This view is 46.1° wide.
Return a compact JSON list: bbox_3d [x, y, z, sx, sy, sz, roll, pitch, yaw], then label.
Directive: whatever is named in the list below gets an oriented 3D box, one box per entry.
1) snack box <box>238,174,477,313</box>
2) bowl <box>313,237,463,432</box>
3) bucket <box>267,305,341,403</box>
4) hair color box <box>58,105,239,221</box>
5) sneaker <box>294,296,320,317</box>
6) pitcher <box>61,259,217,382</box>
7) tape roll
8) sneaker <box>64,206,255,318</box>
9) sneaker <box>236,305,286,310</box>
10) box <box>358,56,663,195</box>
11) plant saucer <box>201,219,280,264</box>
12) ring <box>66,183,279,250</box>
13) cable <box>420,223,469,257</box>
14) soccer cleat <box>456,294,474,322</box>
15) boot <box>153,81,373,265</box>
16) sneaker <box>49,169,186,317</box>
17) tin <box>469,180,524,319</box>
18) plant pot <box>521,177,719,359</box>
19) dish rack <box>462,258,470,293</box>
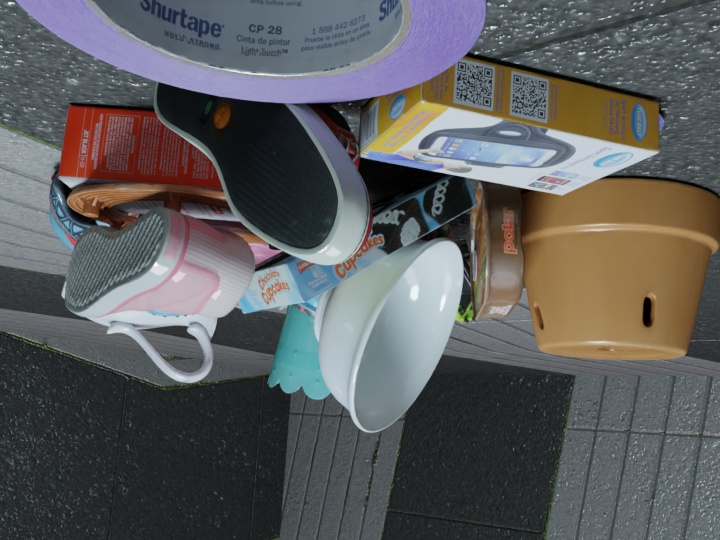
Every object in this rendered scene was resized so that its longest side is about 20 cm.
[{"bbox_3d":[-0.006,-0.025,0.730,0.198,0.038,0.116,-30,-171,-32],"label":"snack box"},{"bbox_3d":[0.016,0.049,0.838,0.089,0.204,0.201,23,179,27],"label":"bowl"},{"bbox_3d":[-0.025,0.113,1.203,0.203,0.137,0.207,11,176,1],"label":"bucket"},{"bbox_3d":[-0.128,-0.081,0.684,0.196,0.062,0.102,5,170,1],"label":"hair color box"},{"bbox_3d":[0.000,0.000,0.954,0.078,0.097,0.200,27,-164,16],"label":"sneaker"},{"bbox_3d":[-0.265,0.040,1.043,0.197,0.174,0.121,17,146,-19],"label":"pitcher"},{"bbox_3d":[-0.045,-0.137,0.351,0.196,0.067,0.200,3,169,1],"label":"tape roll"},{"bbox_3d":[-0.159,0.005,0.675,0.104,0.077,0.199,18,161,-38],"label":"sneaker"},{"bbox_3d":[-0.097,0.007,1.083,0.076,0.082,0.198,15,163,-40],"label":"sneaker"},{"bbox_3d":[0.109,-0.095,0.587,0.197,0.042,0.119,10,168,-18],"label":"box"},{"bbox_3d":[-0.151,-0.035,0.956,0.197,0.052,0.201,6,168,1],"label":"plant saucer"},{"bbox_3d":[-0.141,-0.039,0.701,0.196,0.020,0.200,5,172,1],"label":"ring"},{"bbox_3d":[0.074,-0.034,0.958,0.095,0.051,0.200,1,-179,5],"label":"cable"},{"bbox_3d":[0.113,0.030,1.233,0.198,0.066,0.083,10,-161,-47],"label":"soccer cleat"},{"bbox_3d":[-0.025,-0.066,0.524,0.143,0.073,0.200,14,-156,-46],"label":"boot"},{"bbox_3d":[-0.222,-0.029,0.813,0.198,0.080,0.096,30,152,4],"label":"sneaker"},{"bbox_3d":[0.126,-0.016,0.794,0.041,0.114,0.200,3,170,4],"label":"tin"},{"bbox_3d":[0.239,0.008,0.807,0.196,0.143,0.200,4,170,1],"label":"plant pot"},{"bbox_3d":[0.050,0.058,1.047,0.151,0.201,0.055,-1,132,28],"label":"dish rack"}]
